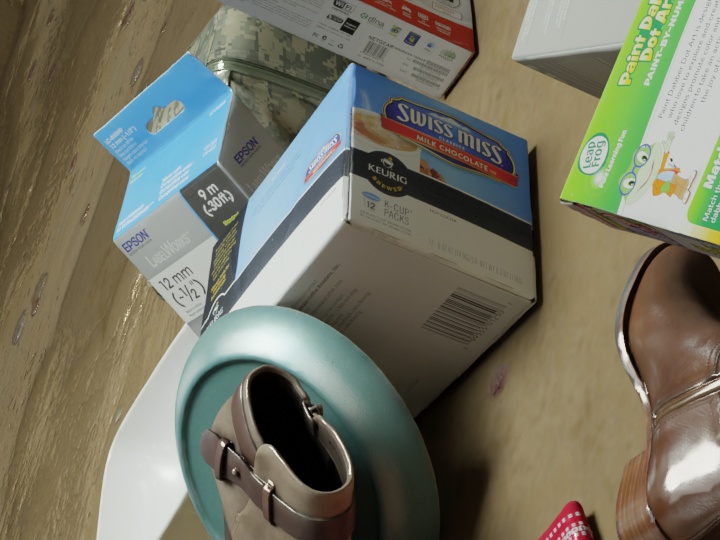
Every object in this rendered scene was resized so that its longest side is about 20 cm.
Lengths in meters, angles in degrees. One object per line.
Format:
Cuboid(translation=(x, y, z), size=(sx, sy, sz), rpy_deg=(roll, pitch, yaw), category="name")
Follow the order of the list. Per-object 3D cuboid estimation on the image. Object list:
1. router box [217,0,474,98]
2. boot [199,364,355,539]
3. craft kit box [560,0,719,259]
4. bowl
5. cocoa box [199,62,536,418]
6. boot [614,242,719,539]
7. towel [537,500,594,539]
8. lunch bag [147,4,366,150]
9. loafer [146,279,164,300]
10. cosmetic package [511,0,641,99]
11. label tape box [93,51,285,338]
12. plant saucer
Cuboid(translation=(-0.019, -0.231, 1.241), size=(0.049, 0.199, 0.180), rpy_deg=(-53, 26, 37), category="router box")
Cuboid(translation=(-0.025, 0.154, 0.931), size=(0.200, 0.070, 0.147), rpy_deg=(51, 148, 28), category="boot")
Cuboid(translation=(0.181, -0.095, 0.669), size=(0.197, 0.048, 0.201), rpy_deg=(25, 92, 57), category="craft kit box")
Cuboid(translation=(-0.132, 0.156, 1.331), size=(0.200, 0.074, 0.201), rpy_deg=(-54, 26, 33), category="bowl")
Cuboid(translation=(0.000, 0.000, 1.067), size=(0.200, 0.133, 0.132), rpy_deg=(-49, 28, 42), category="cocoa box")
Cuboid(translation=(0.189, 0.015, 0.698), size=(0.200, 0.064, 0.187), rpy_deg=(-42, 28, 41), category="boot")
Cuboid(translation=(0.078, 0.225, 0.817), size=(0.145, 0.022, 0.201), rpy_deg=(-55, 25, 31), category="towel")
Cuboid(translation=(-0.091, -0.085, 1.366), size=(0.200, 0.138, 0.169), rpy_deg=(-38, 37, 55), category="lunch bag")
Cuboid(translation=(-0.153, -0.057, 1.589), size=(0.201, 0.069, 0.075), rpy_deg=(-56, 24, 31), category="loafer")
Cuboid(translation=(0.164, -0.144, 0.870), size=(0.200, 0.090, 0.108), rpy_deg=(16, 86, 66), category="cosmetic package")
Cuboid(translation=(-0.104, -0.037, 1.237), size=(0.143, 0.200, 0.066), rpy_deg=(-31, 16, 45), category="label tape box")
Cuboid(translation=(-0.041, 0.119, 1.013), size=(0.027, 0.201, 0.200), rpy_deg=(-28, -14, -45), category="plant saucer")
